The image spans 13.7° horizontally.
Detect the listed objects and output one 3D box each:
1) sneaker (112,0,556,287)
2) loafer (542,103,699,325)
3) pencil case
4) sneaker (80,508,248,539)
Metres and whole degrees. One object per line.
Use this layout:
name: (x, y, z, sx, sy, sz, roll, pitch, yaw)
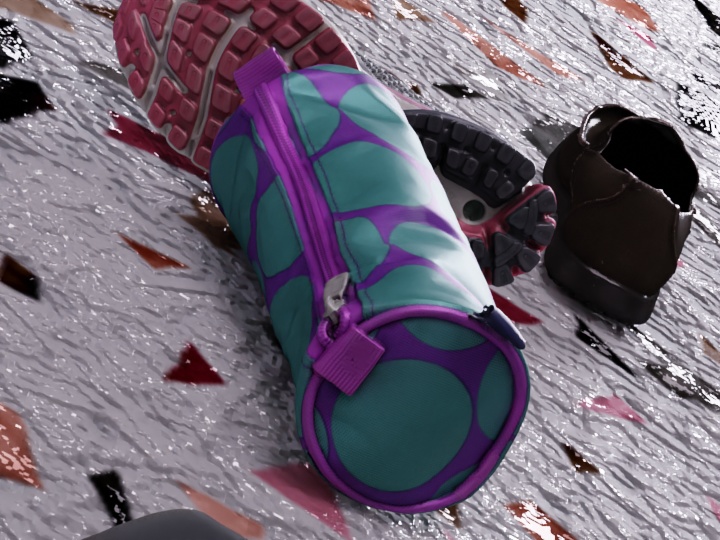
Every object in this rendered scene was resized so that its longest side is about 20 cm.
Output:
sneaker: (-0.016, -0.055, 1.236, 0.200, 0.081, 0.075, 34, -1, -9)
loafer: (0.133, -0.039, 1.403, 0.073, 0.071, 0.200, 30, 21, -8)
pencil case: (0.000, 0.000, 1.103, 0.092, 0.085, 0.200, 50, 8, -32)
sneaker: (0.005, 0.120, 0.850, 0.200, 0.075, 0.106, 14, 30, -39)
